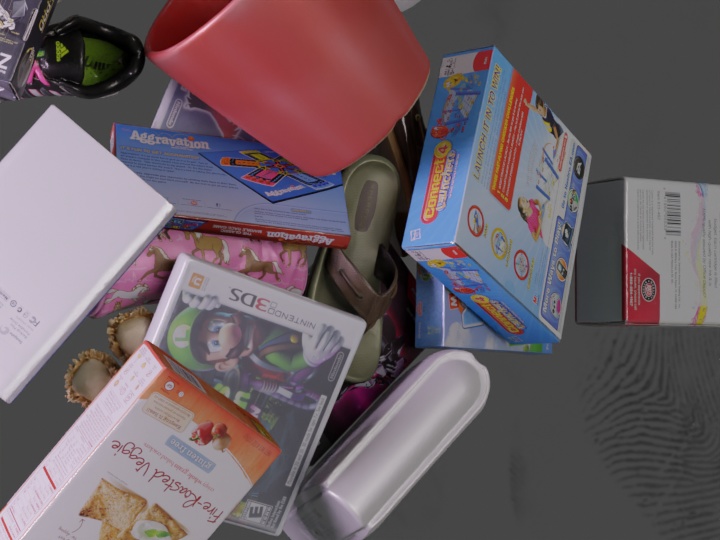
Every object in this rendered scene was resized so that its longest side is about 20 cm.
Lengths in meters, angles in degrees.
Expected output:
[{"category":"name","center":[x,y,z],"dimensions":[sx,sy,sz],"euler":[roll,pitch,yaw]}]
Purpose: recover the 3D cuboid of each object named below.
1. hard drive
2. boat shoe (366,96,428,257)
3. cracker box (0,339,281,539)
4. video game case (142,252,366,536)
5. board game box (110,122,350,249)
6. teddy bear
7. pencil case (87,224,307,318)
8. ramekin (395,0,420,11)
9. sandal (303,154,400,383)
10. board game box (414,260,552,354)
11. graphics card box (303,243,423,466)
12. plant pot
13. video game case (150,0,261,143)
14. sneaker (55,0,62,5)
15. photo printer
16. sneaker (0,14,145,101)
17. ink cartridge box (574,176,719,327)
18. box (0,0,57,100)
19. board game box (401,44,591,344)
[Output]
[{"category":"hard drive","center":[-0.260,-0.014,1.349],"dimensions":[0.132,0.025,0.200],"euler":[39,82,7]},{"category":"boat shoe","center":[0.041,-0.116,1.578],"dimensions":[0.070,0.070,0.201],"euler":[-14,94,-26]},{"category":"cracker box","center":[-0.177,0.173,1.340],"dimensions":[0.134,0.058,0.200],"euler":[39,93,-33]},{"category":"video game case","center":[-0.106,0.106,1.407],"dimensions":[0.181,0.023,0.201],"euler":[21,94,-31]},{"category":"board game box","center":[-0.110,-0.071,1.437],"dimensions":[0.199,0.019,0.103],"euler":[7,47,-17]},{"category":"teddy bear","center":[-0.159,0.112,1.433],"dimensions":[0.199,0.067,0.146],"euler":[26,93,-32]},{"category":"pencil case","center":[-0.140,-0.004,1.444],"dimensions":[0.199,0.086,0.083],"euler":[-3,104,-29]},{"category":"ramekin","center":[0.009,-0.326,1.520],"dimensions":[0.200,0.098,0.201],"euler":[19,52,-25]},{"category":"sandal","center":[-0.001,-0.001,1.490],"dimensions":[0.079,0.057,0.202],"euler":[5,93,-32]},{"category":"board game box","center":[0.119,0.001,1.601],"dimensions":[0.200,0.036,0.152],"euler":[6,84,-54]},{"category":"graphics card box","center":[-0.025,0.065,1.539],"dimensions":[0.200,0.051,0.126],"euler":[-43,109,-26]},{"category":"plant pot","center":[-0.051,-0.187,1.411],"dimensions":[0.177,0.200,0.201],"euler":[46,66,-23]},{"category":"video game case","center":[-0.074,-0.155,1.502],"dimensions":[0.182,0.023,0.201],"euler":[23,81,-16]},{"category":"sneaker","center":[-0.240,-0.299,1.415],"dimensions":[0.114,0.073,0.200],"euler":[44,44,7]},{"category":"photo printer","center":[0.026,0.155,1.501],"dimensions":[0.069,0.166,0.200],"euler":[45,65,0]},{"category":"sneaker","center":[-0.261,-0.173,1.382],"dimensions":[0.199,0.087,0.074],"euler":[-3,89,-32]},{"category":"ink cartridge box","center":[0.320,-0.014,1.741],"dimensions":[0.199,0.083,0.147],"euler":[3,85,-32]},{"category":"box","center":[-0.330,-0.237,1.312],"dimensions":[0.199,0.049,0.162],"euler":[17,75,2]},{"category":"board game box","center":[0.128,-0.064,1.538],"dimensions":[0.196,0.056,0.201],"euler":[40,54,-45]}]
